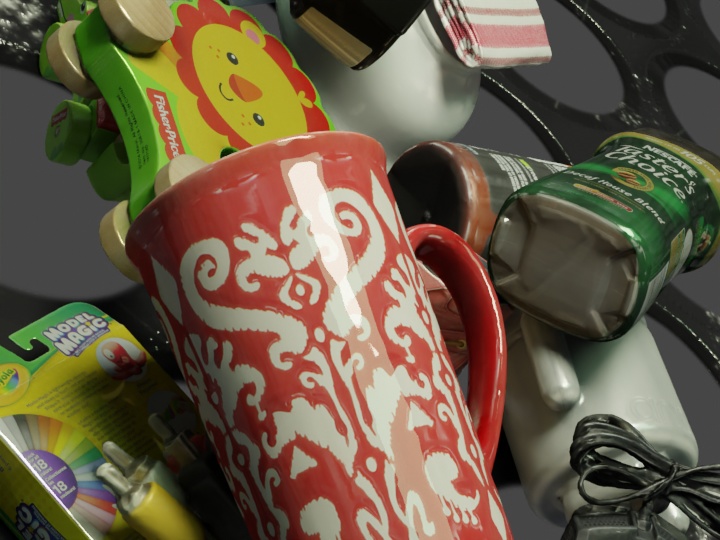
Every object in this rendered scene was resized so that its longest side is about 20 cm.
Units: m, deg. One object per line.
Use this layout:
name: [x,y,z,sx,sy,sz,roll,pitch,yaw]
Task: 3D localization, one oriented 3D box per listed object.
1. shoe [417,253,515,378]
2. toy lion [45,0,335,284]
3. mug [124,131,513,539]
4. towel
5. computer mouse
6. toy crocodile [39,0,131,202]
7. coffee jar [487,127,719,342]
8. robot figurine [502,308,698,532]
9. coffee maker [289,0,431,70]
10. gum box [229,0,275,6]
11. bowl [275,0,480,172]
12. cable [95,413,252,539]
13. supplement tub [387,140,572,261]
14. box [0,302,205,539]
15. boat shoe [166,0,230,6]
shoe: [0.000,0.000,0.939,0.199,0.091,0.072,28,37,-19]
toy lion: [-0.081,-0.082,0.879,0.191,0.069,0.201,12,51,-49]
mug: [0.004,0.049,0.690,0.177,0.134,0.201,-17,71,-14]
towel: [0.075,-0.240,1.097,0.146,0.030,0.201,-15,84,-60]
computer mouse: [0.151,0.197,0.852,0.138,0.053,0.201,25,73,-8]
toy crocodile: [-0.160,-0.116,0.939,0.067,0.062,0.201,16,42,-32]
coffee jar: [0.168,-0.030,0.951,0.104,0.086,0.200,25,28,22]
robot figurine: [0.147,0.088,0.966,0.170,0.113,0.201,53,17,-51]
coffee maker: [-0.030,-0.243,0.924,0.199,0.192,0.135,27,57,-20]
gum box: [-0.053,-0.277,1.118,0.045,0.170,0.200,48,35,17]
bowl: [0.033,-0.177,1.103,0.201,0.090,0.202,31,49,-43]
cable: [-0.045,0.149,0.723,0.200,0.050,0.097,54,24,-5]
supplement tub: [0.115,-0.028,1.066,0.199,0.107,0.107,7,47,-39]
box: [-0.117,0.112,0.749,0.200,0.048,0.117,49,36,6]
boat shoe: [-0.109,-0.144,0.986,0.200,0.062,0.073,46,46,-17]
